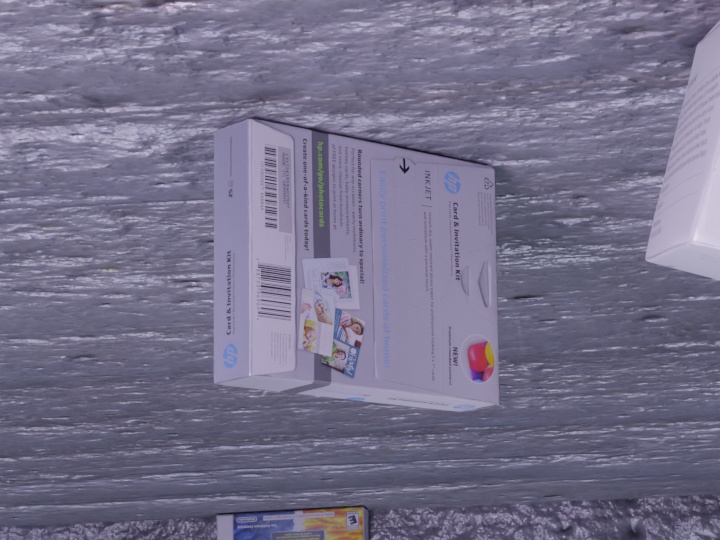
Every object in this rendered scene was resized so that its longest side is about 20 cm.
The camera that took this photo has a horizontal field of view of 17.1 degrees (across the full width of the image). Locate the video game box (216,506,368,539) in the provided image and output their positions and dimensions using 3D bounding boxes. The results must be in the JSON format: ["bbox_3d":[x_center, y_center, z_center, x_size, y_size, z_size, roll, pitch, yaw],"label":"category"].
[{"bbox_3d":[-0.087,0.403,3.110,0.199,0.183,0.047,-5,167,8],"label":"video game box"}]

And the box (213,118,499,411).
[{"bbox_3d":[0.000,0.000,1.466,0.200,0.156,0.041,8,166,-39],"label":"box"}]

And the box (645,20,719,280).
[{"bbox_3d":[0.261,-0.046,1.202,0.198,0.131,0.200,14,178,1],"label":"box"}]
